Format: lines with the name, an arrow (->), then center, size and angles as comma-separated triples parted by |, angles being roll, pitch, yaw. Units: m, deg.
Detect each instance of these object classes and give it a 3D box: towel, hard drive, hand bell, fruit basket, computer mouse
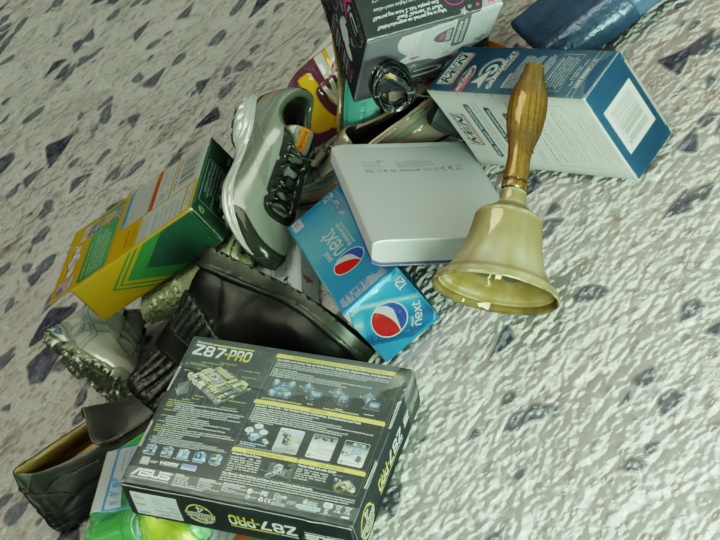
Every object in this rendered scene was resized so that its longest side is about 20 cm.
towel -> -0.148, -0.038, 1.811 | 0.148, 0.036, 0.200 | -25, 31, 32
hard drive -> 0.055, -0.062, 1.600 | 0.131, 0.025, 0.200 | -2, 28, -11
hand bell -> 0.127, -0.074, 1.455 | 0.104, 0.104, 0.201 | -7, 64, 47
towel -> 0.243, -0.265, 1.700 | 0.200, 0.049, 0.112 | -37, 28, 7
fruit basket -> -0.130, 0.180, 1.503 | 0.200, 0.094, 0.186 | -23, 33, 25
computer mouse -> 0.071, -0.152, 1.640 | 0.034, 0.200, 0.059 | 47, 111, 29

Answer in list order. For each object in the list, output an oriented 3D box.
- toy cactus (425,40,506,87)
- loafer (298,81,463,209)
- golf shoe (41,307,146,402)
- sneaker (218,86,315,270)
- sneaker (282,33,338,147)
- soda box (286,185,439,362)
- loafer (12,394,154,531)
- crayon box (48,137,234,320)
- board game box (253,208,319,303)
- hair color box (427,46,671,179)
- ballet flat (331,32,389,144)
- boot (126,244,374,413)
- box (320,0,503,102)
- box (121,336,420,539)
toy cactus -> 0.085, -0.238, 1.840 | 0.165, 0.102, 0.200 | -41, 24, 43
loafer -> 0.009, -0.127, 1.754 | 0.199, 0.063, 0.072 | -23, 37, 13
golf shoe -> -0.253, 0.072, 1.827 | 0.097, 0.078, 0.200 | -42, 29, -12
sneaker -> -0.083, -0.094, 1.727 | 0.079, 0.074, 0.201 | -20, 54, 33
sneaker -> -0.013, -0.211, 1.915 | 0.090, 0.075, 0.200 | -12, 41, 52
soda box -> 0.000, 0.000, 1.613 | 0.064, 0.068, 0.200 | -40, 29, 4
loafer -> -0.235, 0.154, 1.686 | 0.200, 0.072, 0.073 | -44, 27, -6
crayon box -> -0.213, -0.034, 1.801 | 0.200, 0.052, 0.126 | -31, 28, 27
board game box -> -0.100, 0.023, 1.739 | 0.126, 0.035, 0.200 | -33, 29, 18
hair color box -> 0.161, -0.139, 1.561 | 0.200, 0.100, 0.061 | 10, 56, 51
ballet flat -> 0.002, -0.218, 1.822 | 0.068, 0.201, 0.063 | 6, 7, 1
boot -> -0.098, 0.085, 1.598 | 0.211, 0.079, 0.158 | 26, 87, 36
box -> 0.044, -0.244, 1.638 | 0.132, 0.115, 0.200 | -16, -7, -7
box -> -0.070, 0.137, 1.444 | 0.199, 0.049, 0.162 | 7, 51, 19
